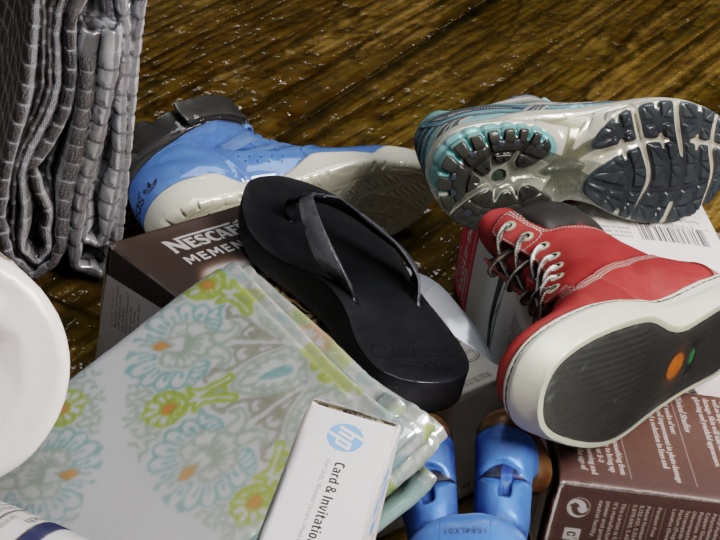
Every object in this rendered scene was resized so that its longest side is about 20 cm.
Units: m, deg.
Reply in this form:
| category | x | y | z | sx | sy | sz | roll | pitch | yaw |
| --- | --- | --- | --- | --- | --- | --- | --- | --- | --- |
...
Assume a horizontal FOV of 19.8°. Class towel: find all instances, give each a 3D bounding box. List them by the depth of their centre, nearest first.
| category | x | y | z | sx | sy | sz | roll | pitch | yaw |
| --- | --- | --- | --- | --- | --- | --- | --- | --- | --- |
| towel | -0.080 | 0.098 | 0.963 | 0.200 | 0.048 | 0.171 | -38 | 45 | -14 |
| towel | -0.180 | -0.119 | 1.217 | 0.085 | 0.201 | 0.166 | 2 | 30 | -14 |

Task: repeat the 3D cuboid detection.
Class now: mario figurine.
| category | x | y | z | sx | sy | sz | roll | pitch | yaw |
| --- | --- | --- | --- | --- | --- | --- | --- | --- | --- |
| mario figurine | 0.045 | 0.162 | 0.941 | 0.106 | 0.123 | 0.200 | 42 | 32 | -27 |

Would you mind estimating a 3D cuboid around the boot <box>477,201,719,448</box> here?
| category | x | y | z | sx | sy | sz | roll | pitch | yaw |
| --- | --- | --- | --- | --- | --- | --- | --- | --- | --- |
| boot | 0.093 | 0.018 | 1.045 | 0.144 | 0.073 | 0.200 | 29 | 26 | 28 |

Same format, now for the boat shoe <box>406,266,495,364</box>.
| category | x | y | z | sx | sy | sz | roll | pitch | yaw |
| --- | --- | --- | --- | --- | --- | --- | --- | --- | --- |
| boat shoe | 0.008 | 0.031 | 1.179 | 0.062 | 0.072 | 0.200 | -30 | 41 | -17 |

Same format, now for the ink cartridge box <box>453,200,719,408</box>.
| category | x | y | z | sx | sy | sz | roll | pitch | yaw |
| --- | --- | --- | --- | --- | --- | --- | --- | --- | --- |
| ink cartridge box | 0.144 | 0.030 | 1.193 | 0.144 | 0.085 | 0.200 | 4 | 30 | -10 |

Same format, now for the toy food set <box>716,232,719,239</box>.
| category | x | y | z | sx | sy | sz | roll | pitch | yaw |
| --- | --- | --- | --- | --- | --- | --- | --- | --- | --- |
| toy food set | 0.280 | 0.058 | 1.237 | 0.143 | 0.061 | 0.200 | 16 | 29 | -16 |

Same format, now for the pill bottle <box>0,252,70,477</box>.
| category | x | y | z | sx | sy | sz | roll | pitch | yaw |
| --- | --- | --- | --- | --- | --- | --- | --- | --- | --- |
| pill bottle | -0.212 | 0.031 | 0.995 | 0.110 | 0.112 | 0.200 | 0 | 8 | -19 |

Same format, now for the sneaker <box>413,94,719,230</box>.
| category | x | y | z | sx | sy | sz | roll | pitch | yaw |
| --- | --- | --- | --- | --- | --- | --- | --- | --- | --- |
| sneaker | 0.125 | -0.078 | 1.214 | 0.199 | 0.078 | 0.086 | -2 | 27 | -21 |

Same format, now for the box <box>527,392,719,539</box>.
| category | x | y | z | sx | sy | sz | roll | pitch | yaw |
| --- | --- | --- | --- | --- | --- | --- | --- | --- | --- |
| box | 0.185 | 0.119 | 1.071 | 0.199 | 0.075 | 0.100 | 6 | 30 | -6 |

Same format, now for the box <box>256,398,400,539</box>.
| category | x | y | z | sx | sy | sz | roll | pitch | yaw |
| --- | --- | --- | --- | --- | --- | --- | --- | --- | --- |
| box | -0.038 | 0.173 | 0.773 | 0.041 | 0.156 | 0.200 | 15 | 43 | 4 |

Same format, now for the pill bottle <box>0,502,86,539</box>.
| category | x | y | z | sx | sy | sz | roll | pitch | yaw |
| --- | --- | --- | --- | --- | --- | --- | --- | --- | --- |
| pill bottle | -0.164 | 0.150 | 0.828 | 0.199 | 0.120 | 0.120 | 21 | 31 | 15 |

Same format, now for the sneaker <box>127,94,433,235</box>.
| category | x | y | z | sx | sy | sz | roll | pitch | yaw |
| --- | --- | --- | --- | --- | --- | --- | --- | --- | --- |
| sneaker | -0.056 | -0.068 | 1.296 | 0.199 | 0.077 | 0.111 | -12 | 46 | -24 |

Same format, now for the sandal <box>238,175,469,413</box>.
| category | x | y | z | sx | sy | sz | roll | pitch | yaw |
| --- | --- | --- | --- | --- | --- | --- | --- | --- | --- |
| sandal | 0.001 | 0.000 | 1.073 | 0.076 | 0.043 | 0.200 | -5 | 34 | -30 |

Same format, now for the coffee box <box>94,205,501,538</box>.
| category | x | y | z | sx | sy | sz | roll | pitch | yaw |
| --- | --- | --- | --- | --- | --- | --- | --- | --- | --- |
| coffee box | -0.036 | 0.051 | 1.098 | 0.113 | 0.080 | 0.200 | -20 | 43 | -42 |
